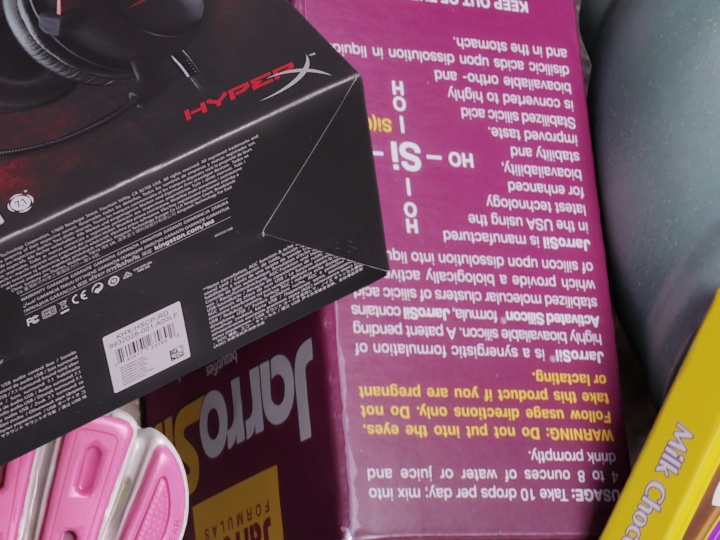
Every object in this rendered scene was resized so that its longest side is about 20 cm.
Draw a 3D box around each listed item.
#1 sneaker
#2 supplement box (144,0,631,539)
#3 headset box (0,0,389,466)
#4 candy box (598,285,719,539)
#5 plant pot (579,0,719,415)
[{"bbox_3d":[-0.150,0.063,0.786,0.198,0.087,0.074,-1,92,-9],"label":"sneaker"},{"bbox_3d":[0.000,0.000,0.857,0.103,0.131,0.202,3,72,-29],"label":"supplement box"},{"bbox_3d":[-0.106,-0.049,0.772,0.148,0.075,0.200,-25,46,-17],"label":"headset box"},{"bbox_3d":[0.096,0.104,0.816,0.102,0.026,0.201,10,107,-51],"label":"candy box"},{"bbox_3d":[0.148,-0.054,0.866,0.199,0.201,0.135,-12,59,-33],"label":"plant pot"}]
